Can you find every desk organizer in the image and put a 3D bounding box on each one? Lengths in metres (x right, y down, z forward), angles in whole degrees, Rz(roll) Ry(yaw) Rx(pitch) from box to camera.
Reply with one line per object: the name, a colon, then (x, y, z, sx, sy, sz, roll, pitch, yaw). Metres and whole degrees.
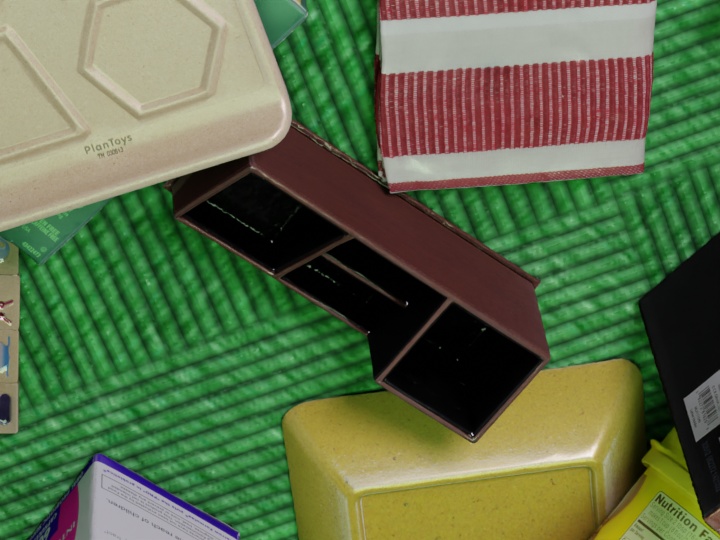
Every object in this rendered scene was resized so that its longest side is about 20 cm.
desk organizer: (0.000, 0.000, 1.510, 0.200, 0.077, 0.072, 32, 113, -22)

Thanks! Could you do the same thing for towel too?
towel: (0.078, -0.133, 1.472, 0.143, 0.023, 0.201, -4, 123, -5)

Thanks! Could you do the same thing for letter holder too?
letter holder: (0.239, 0.078, 1.507, 0.101, 0.200, 0.142, -41, 116, 18)

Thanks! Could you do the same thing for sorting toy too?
sorting toy: (-0.147, -0.129, 1.398, 0.184, 0.037, 0.201, -17, 113, 7)

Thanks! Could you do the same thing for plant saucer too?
plant saucer: (0.066, 0.156, 1.627, 0.199, 0.049, 0.201, -7, 121, 0)

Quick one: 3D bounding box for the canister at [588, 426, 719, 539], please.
canister: (0.155, 0.203, 1.588, 0.200, 0.086, 0.149, -49, 133, -4)

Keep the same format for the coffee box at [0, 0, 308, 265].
coffee box: (-0.135, -0.108, 1.452, 0.123, 0.044, 0.200, 39, 111, -22)

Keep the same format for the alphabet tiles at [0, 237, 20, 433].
alphabet tiles: (-0.265, 0.057, 1.562, 0.166, 0.008, 0.201, 1, 121, -6)

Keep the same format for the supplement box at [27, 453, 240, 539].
supplement box: (-0.128, 0.207, 1.550, 0.103, 0.200, 0.101, 31, 113, -22)
